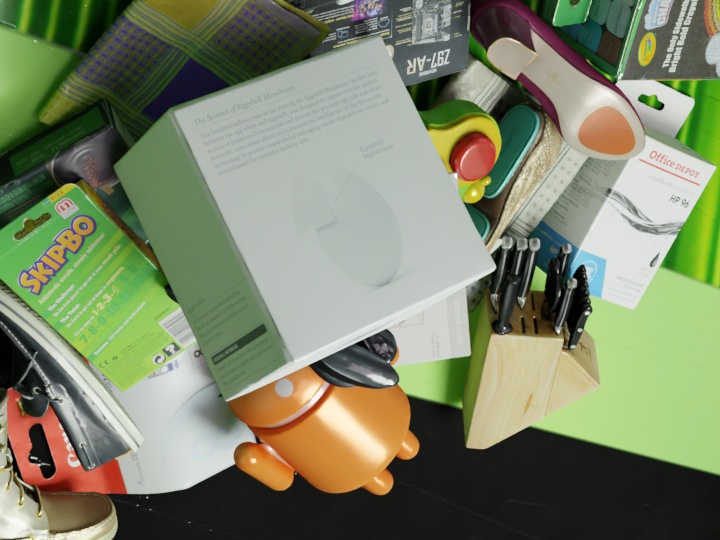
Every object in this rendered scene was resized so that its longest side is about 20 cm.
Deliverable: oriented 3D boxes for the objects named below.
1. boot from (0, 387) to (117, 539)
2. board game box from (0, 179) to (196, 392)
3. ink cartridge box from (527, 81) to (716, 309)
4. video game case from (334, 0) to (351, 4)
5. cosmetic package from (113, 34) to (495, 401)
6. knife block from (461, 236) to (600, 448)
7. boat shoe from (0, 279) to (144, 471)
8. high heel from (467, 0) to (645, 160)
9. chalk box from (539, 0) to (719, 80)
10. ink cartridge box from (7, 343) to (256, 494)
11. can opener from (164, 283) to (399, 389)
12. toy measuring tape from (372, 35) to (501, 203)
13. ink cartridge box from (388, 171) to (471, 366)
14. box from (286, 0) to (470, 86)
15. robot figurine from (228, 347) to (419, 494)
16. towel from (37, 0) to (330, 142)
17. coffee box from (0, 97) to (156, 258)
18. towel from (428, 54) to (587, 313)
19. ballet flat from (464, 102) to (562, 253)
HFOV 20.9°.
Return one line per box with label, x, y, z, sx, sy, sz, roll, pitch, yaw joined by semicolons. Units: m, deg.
boot;-0.287;0.165;1.579;0.199;0.072;0.156;-3;119;-24
board game box;-0.203;0.010;1.504;0.095;0.030;0.200;-34;135;7
ink cartridge box;0.252;-0.075;1.825;0.116;0.068;0.201;16;107;-42
video game case;0.040;-0.319;1.449;0.199;0.023;0.183;-23;95;-8
cosmetic package;-0.043;-0.040;1.448;0.199;0.123;0.201;-23;85;-33
knife block;0.133;0.060;1.788;0.199;0.064;0.175;-31;126;25
boat shoe;-0.248;0.084;1.541;0.062;0.075;0.200;-37;120;-4
high heel;0.170;-0.172;1.658;0.067;0.096;0.200;-37;127;21
chalk box;0.240;-0.243;1.671;0.199;0.124;0.126;-3;120;-34
ink cartridge box;-0.193;0.128;1.645;0.199;0.047;0.161;-28;131;-21
can opener;-0.058;0.035;1.527;0.199;0.079;0.064;28;74;-12
toy measuring tape;0.069;-0.132;1.606;0.073;0.074;0.200;-38;133;-10
ink cartridge box;0.000;0.000;1.664;0.175;0.045;0.201;-10;127;-5
box;-0.002;-0.218;1.562;0.199;0.044;0.161;-18;127;-26
robot figurine;-0.037;0.110;1.636;0.143;0.117;0.200;-31;125;21
towel;-0.134;-0.152;1.485;0.200;0.023;0.143;-42;131;16
coffee box;-0.200;-0.030;1.520;0.122;0.044;0.200;-28;133;2
towel;0.096;-0.078;1.741;0.192;0.035;0.200;31;99;-41
ballet flat;0.113;-0.053;1.703;0.200;0.071;0.065;-53;142;11
